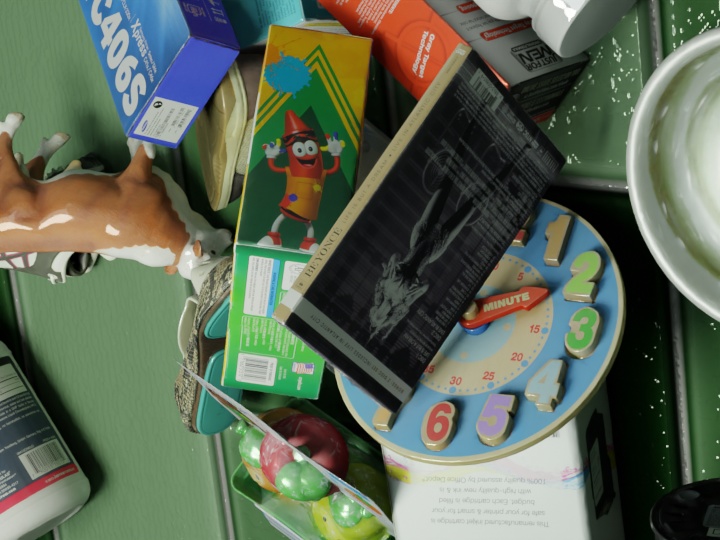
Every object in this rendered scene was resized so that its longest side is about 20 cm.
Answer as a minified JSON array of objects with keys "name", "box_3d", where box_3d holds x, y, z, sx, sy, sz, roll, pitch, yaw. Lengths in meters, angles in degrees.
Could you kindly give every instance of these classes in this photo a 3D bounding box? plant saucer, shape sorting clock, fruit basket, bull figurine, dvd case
[{"name":"plant saucer","box_3d":[0.258,-0.057,1.279,0.200,0.050,0.201,16,117,35]},{"name":"shape sorting clock","box_3d":[0.075,0.034,1.364,0.200,0.200,0.039,18,155,34]},{"name":"fruit basket","box_3d":[-0.042,0.149,1.529,0.185,0.200,0.094,33,86,25]},{"name":"bull figurine","box_3d":[-0.197,-0.056,1.620,0.065,0.199,0.122,97,175,-70]},{"name":"dvd case","box_3d":[0.040,-0.022,1.293,0.016,0.149,0.200,29,82,37]}]

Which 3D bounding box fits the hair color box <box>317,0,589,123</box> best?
[{"name":"hair color box","box_3d":[0.043,-0.175,1.379,0.200,0.101,0.061,46,127,18]}]

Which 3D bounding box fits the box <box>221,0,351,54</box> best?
[{"name":"box","box_3d":[-0.083,-0.171,1.499,0.200,0.082,0.049,-17,82,43]}]

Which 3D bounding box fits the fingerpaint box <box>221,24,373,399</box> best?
[{"name":"fingerpaint box","box_3d":[-0.042,-0.035,1.384,0.073,0.167,0.200,8,150,-2]}]

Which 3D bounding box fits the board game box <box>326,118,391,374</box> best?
[{"name":"board game box","box_3d":[0.000,0.000,1.541,0.200,0.026,0.200,41,129,20]}]

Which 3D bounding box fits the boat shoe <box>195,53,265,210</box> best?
[{"name":"boat shoe","box_3d":[-0.081,-0.099,1.514,0.201,0.066,0.072,105,152,-69]}]

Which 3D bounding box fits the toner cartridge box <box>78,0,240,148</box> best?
[{"name":"toner cartridge box","box_3d":[-0.149,-0.189,1.467,0.095,0.043,0.200,-52,42,30]}]

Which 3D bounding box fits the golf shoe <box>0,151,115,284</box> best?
[{"name":"golf shoe","box_3d":[-0.272,-0.021,1.733,0.200,0.077,0.088,-25,96,44]}]

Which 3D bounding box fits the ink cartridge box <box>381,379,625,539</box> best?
[{"name":"ink cartridge box","box_3d":[0.096,0.125,1.448,0.145,0.083,0.201,-1,108,23]}]

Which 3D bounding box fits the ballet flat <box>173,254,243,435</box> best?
[{"name":"ballet flat","box_3d":[-0.108,0.038,1.594,0.075,0.068,0.200,53,139,32]}]

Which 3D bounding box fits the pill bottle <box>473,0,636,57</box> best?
[{"name":"pill bottle","box_3d":[0.087,-0.232,1.311,0.200,0.113,0.113,47,131,15]}]

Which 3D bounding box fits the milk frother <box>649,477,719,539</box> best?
[{"name":"milk frother","box_3d":[0.249,0.260,1.317,0.180,0.200,0.189,10,114,33]}]

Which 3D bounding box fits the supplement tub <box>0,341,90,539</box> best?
[{"name":"supplement tub","box_3d":[-0.338,0.147,1.812,0.140,0.140,0.200,-38,81,43]}]
